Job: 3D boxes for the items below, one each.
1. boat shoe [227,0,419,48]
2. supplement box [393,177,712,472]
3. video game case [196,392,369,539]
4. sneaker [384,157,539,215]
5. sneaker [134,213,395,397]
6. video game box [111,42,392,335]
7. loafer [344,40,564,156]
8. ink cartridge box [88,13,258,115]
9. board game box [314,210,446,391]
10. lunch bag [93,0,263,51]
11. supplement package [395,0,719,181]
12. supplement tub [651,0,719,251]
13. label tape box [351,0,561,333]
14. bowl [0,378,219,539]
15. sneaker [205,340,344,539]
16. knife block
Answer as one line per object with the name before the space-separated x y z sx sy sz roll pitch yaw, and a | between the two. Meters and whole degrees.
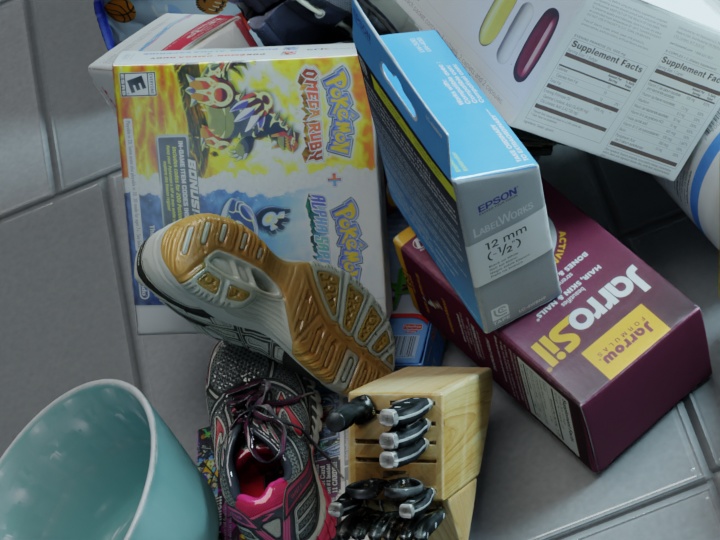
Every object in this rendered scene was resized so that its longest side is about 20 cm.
boat shoe | -0.029 -0.189 1.740 0.093 0.200 0.075 -40 66 7
supplement box | 0.130 0.025 1.644 0.110 0.086 0.200 -38 55 -14
video game case | -0.026 0.172 1.646 0.181 0.036 0.200 -15 46 13
sneaker | 0.081 -0.100 1.765 0.200 0.075 0.090 -43 54 -16
sneaker | -0.065 0.023 1.657 0.088 0.200 0.076 -13 47 56
video game box | -0.074 -0.055 1.686 0.181 0.201 0.047 -3 17 4
loafer | 0.078 -0.109 1.711 0.199 0.072 0.063 16 100 3
ink cartridge box | -0.113 -0.112 1.807 0.086 0.148 0.200 -36 17 -11
board game box | 0.000 0.000 1.784 0.151 0.037 0.200 -2 51 22
lunch bag | -0.117 -0.257 2.014 0.199 0.124 0.170 -5 48 3
supplement package | 0.136 -0.173 1.628 0.111 0.155 0.200 -59 40 19
supplement tub | 0.253 -0.109 1.694 0.132 0.132 0.200 -31 44 -3
label tape box | 0.061 -0.077 1.555 0.066 0.200 0.143 -25 52 -10
bowl | -0.172 0.185 1.632 0.201 0.105 0.201 -30 41 31
sneaker | -0.065 0.110 1.642 0.080 0.075 0.200 -26 43 4
knife block | 0.030 0.095 1.540 0.064 0.176 0.200 1 49 14
